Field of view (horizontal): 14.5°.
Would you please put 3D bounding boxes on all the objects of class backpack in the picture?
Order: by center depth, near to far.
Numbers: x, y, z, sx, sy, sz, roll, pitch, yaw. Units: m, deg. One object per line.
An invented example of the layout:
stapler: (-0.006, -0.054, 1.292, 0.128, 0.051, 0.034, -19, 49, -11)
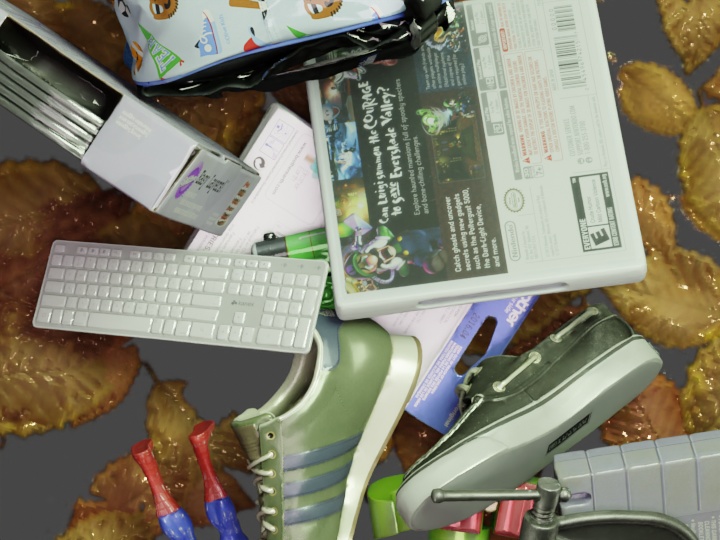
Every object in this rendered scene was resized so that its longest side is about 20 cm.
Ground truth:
backpack: (-0.049, -0.171, 1.571, 0.190, 0.200, 0.154, -23, 93, 7)

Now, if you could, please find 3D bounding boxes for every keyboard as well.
keyboard: (-0.109, 0.015, 1.676, 0.200, 0.011, 0.056, 4, 69, 31)

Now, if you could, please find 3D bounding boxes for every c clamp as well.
c clamp: (0.118, 0.204, 1.684, 0.170, 0.027, 0.200, -3, 120, -10)

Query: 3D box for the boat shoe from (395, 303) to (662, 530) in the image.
boat shoe: (0.089, 0.086, 1.693, 0.200, 0.071, 0.064, -31, 65, -29)

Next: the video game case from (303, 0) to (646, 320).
video game case: (0.064, -0.072, 1.676, 0.181, 0.023, 0.200, -7, 62, -1)

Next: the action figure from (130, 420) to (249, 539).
action figure: (-0.081, 0.192, 1.733, 0.065, 0.052, 0.200, -18, 100, 5)

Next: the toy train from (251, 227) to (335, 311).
toy train: (0.026, -0.011, 1.686, 0.200, 0.042, 0.057, -12, 84, -1)

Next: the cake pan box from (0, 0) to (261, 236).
cake pan box: (-0.157, -0.094, 1.614, 0.184, 0.200, 0.052, 33, 92, 7)

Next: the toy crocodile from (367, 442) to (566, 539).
toy crocodile: (0.103, 0.145, 1.727, 0.200, 0.062, 0.068, 5, 95, -2)

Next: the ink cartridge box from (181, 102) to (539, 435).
ink cartridge box: (0.000, 0.000, 1.723, 0.200, 0.042, 0.119, 32, 93, -1)

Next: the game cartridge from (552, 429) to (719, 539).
game cartridge: (0.187, 0.187, 1.710, 0.129, 0.038, 0.200, -10, 122, -5)

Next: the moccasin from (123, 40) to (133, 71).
moccasin: (-0.068, -0.194, 1.691, 0.200, 0.068, 0.081, -39, 95, 5)

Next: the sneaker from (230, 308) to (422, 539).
sneaker: (-0.042, 0.114, 1.652, 0.090, 0.067, 0.201, 26, 82, -21)
